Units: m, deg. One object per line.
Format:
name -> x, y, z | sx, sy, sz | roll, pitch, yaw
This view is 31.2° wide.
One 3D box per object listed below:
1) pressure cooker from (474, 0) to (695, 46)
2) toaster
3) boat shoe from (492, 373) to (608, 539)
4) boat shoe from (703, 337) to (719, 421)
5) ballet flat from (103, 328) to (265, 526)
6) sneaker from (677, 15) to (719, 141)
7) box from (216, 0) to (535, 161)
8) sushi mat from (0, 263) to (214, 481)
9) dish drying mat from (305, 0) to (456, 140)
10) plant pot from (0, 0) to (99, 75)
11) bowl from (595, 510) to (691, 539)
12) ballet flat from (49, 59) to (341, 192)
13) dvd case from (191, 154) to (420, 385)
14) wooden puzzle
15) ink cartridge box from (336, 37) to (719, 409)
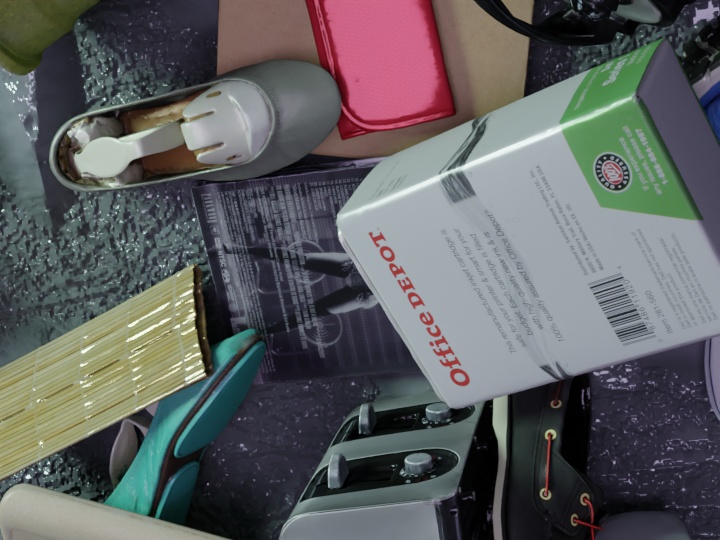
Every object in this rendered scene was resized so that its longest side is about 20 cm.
pressure cooker -> 0.120, -0.219, 0.665 | 0.175, 0.179, 0.201 | 28, 97, -4
toaster -> 0.034, 0.192, 0.819 | 0.117, 0.181, 0.202 | -5, 105, 14
boat shoe -> 0.117, 0.142, 0.785 | 0.062, 0.203, 0.074 | -11, 138, 18
boat shoe -> 0.257, 0.015, 0.784 | 0.073, 0.067, 0.202 | 11, 108, 7
ballet flat -> -0.132, 0.110, 0.876 | 0.070, 0.067, 0.201 | 34, 115, 17
sneaker -> 0.213, -0.083, 0.766 | 0.089, 0.079, 0.200 | 40, 117, -11
box -> 0.008, -0.150, 0.801 | 0.198, 0.021, 0.165 | 6, 108, 8
sushi mat -> -0.184, 0.073, 0.866 | 0.199, 0.096, 0.012 | -27, 140, 19
dish drying mat -> -0.001, -0.183, 0.772 | 0.076, 0.018, 0.202 | -11, 104, 12
plant pot -> -0.158, -0.242, 0.729 | 0.183, 0.200, 0.202 | -25, 101, 4
bowl -> 0.150, 0.262, 0.802 | 0.074, 0.200, 0.202 | 15, 110, -3
ballet flat -> -0.107, -0.082, 0.799 | 0.198, 0.064, 0.068 | -9, 101, 25
dvd case -> 0.000, 0.000, 0.840 | 0.198, 0.016, 0.150 | -6, 114, 13
wooden puzzle -> -0.163, 0.245, 0.901 | 0.183, 0.047, 0.201 | 14, 134, 6
ink cartridge box -> 0.108, -0.020, 0.732 | 0.199, 0.084, 0.147 | -19, 112, 34
